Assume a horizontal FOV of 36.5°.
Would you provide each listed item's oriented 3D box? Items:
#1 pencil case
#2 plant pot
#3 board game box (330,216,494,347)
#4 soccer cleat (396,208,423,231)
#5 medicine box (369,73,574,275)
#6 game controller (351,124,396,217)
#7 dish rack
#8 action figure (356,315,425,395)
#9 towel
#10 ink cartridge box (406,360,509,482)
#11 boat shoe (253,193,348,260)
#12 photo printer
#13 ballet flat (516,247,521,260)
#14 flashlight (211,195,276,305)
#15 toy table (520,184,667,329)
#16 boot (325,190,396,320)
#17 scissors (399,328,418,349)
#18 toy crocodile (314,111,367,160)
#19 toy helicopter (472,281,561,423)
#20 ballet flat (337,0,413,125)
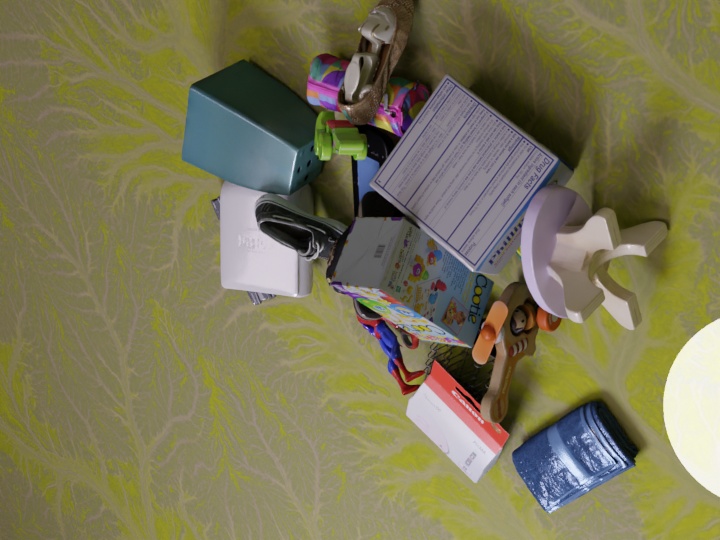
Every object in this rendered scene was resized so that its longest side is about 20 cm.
[{"bbox_3d":[0.009,-0.256,1.596,0.199,0.088,0.089,24,126,35],"label":"pencil case"},{"bbox_3d":[-0.159,-0.215,1.748,0.199,0.141,0.142,30,130,18],"label":"plant pot"},{"bbox_3d":[0.073,0.017,1.504,0.199,0.106,0.103,33,161,-37],"label":"board game box"},{"bbox_3d":[0.078,-0.061,1.635,0.067,0.081,0.202,17,122,37],"label":"soccer cleat"},{"bbox_3d":[0.148,-0.125,1.462,0.200,0.103,0.183,41,102,20],"label":"medicine box"},{"bbox_3d":[0.020,-0.124,1.673,0.104,0.042,0.202,-137,38,-56],"label":"game controller"},{"bbox_3d":[0.162,0.149,1.687,0.153,0.054,0.201,34,131,28],"label":"dish rack"},{"bbox_3d":[0.041,0.104,1.759,0.201,0.051,0.066,56,158,29],"label":"action figure"},{"bbox_3d":[0.311,0.276,1.616,0.112,0.048,0.200,54,137,9],"label":"towel"},{"bbox_3d":[0.146,0.238,1.692,0.163,0.057,0.200,44,167,16],"label":"ink cartridge box"},{"bbox_3d":[-0.084,-0.048,1.733,0.199,0.071,0.072,23,131,-20],"label":"boat shoe"},{"bbox_3d":[-0.157,-0.064,1.830,0.165,0.069,0.202,7,103,24],"label":"photo printer"},{"bbox_3d":[0.228,-0.051,1.520,0.200,0.067,0.067,47,115,11],"label":"ballet flat"},{"bbox_3d":[-0.201,-0.041,1.923,0.067,0.068,0.201,-17,100,49],"label":"flashlight"},{"bbox_3d":[0.294,-0.011,1.400,0.117,0.184,0.200,24,158,47],"label":"toy table"},{"bbox_3d":[0.000,0.000,1.632,0.151,0.073,0.202,132,141,-58],"label":"boot"},{"bbox_3d":[0.093,0.096,1.687,0.200,0.014,0.074,-160,59,-72],"label":"scissors"},{"bbox_3d":[-0.030,-0.194,1.581,0.200,0.067,0.062,-125,35,-76],"label":"toy crocodile"},{"bbox_3d":[0.203,0.114,1.527,0.078,0.132,0.202,13,87,39],"label":"toy helicopter"},{"bbox_3d":[0.019,-0.302,1.510,0.070,0.065,0.202,17,90,32],"label":"ballet flat"}]
